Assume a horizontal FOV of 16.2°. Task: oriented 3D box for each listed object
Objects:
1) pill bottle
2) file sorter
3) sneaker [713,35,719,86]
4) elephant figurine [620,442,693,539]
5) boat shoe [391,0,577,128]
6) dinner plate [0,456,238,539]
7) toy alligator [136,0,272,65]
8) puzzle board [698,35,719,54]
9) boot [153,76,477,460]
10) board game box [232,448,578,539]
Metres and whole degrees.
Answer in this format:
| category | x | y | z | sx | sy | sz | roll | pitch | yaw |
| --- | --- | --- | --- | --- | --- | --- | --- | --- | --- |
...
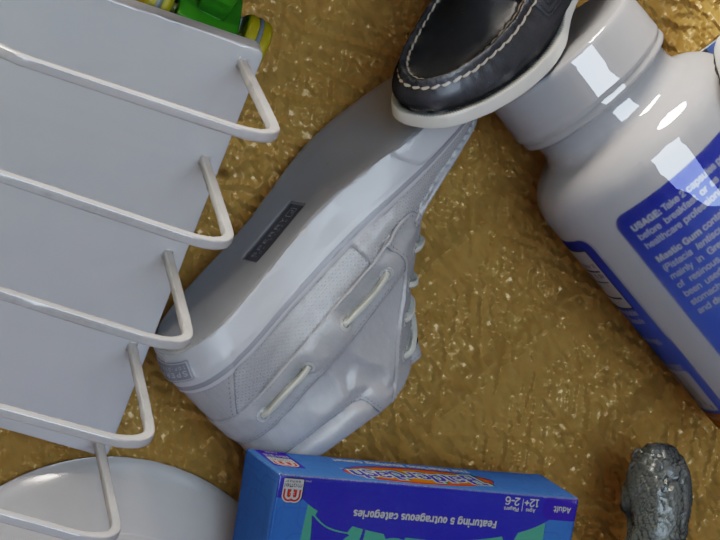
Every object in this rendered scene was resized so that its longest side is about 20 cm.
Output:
| category | x | y | z | sx | sy | sz | roll | pitch | yaw |
| --- | --- | --- | --- | --- | --- | --- | --- | --- | --- |
| pill bottle | 0.153 | -0.029 | 1.173 | 0.112 | 0.112 | 0.200 | -43 | 103 | -12 |
| file sorter | -0.132 | -0.006 | 1.046 | 0.138 | 0.125 | 0.201 | 17 | 108 | -17 |
| sneaker | 0.247 | -0.087 | 1.165 | 0.199 | 0.081 | 0.076 | 2 | 60 | -51 |
| elephant figurine | 0.153 | 0.197 | 1.119 | 0.155 | 0.141 | 0.201 | 32 | 83 | -5 |
| boat shoe | 0.075 | -0.142 | 1.139 | 0.200 | 0.074 | 0.061 | -46 | 136 | -29 |
| dinner plate | -0.114 | 0.185 | 1.142 | 0.198 | 0.024 | 0.202 | 0 | 91 | -16 |
| toy alligator | -0.094 | -0.070 | 1.127 | 0.059 | 0.054 | 0.201 | 25 | 104 | -16 |
| puzzle board | 0.260 | -0.053 | 1.255 | 0.150 | 0.017 | 0.201 | -35 | 101 | -13 |
| boot | 0.000 | 0.000 | 1.157 | 0.200 | 0.073 | 0.096 | -46 | 119 | -11 |
| board game box | 0.007 | 0.188 | 1.144 | 0.151 | 0.045 | 0.202 | 6 | 99 | -24 |
